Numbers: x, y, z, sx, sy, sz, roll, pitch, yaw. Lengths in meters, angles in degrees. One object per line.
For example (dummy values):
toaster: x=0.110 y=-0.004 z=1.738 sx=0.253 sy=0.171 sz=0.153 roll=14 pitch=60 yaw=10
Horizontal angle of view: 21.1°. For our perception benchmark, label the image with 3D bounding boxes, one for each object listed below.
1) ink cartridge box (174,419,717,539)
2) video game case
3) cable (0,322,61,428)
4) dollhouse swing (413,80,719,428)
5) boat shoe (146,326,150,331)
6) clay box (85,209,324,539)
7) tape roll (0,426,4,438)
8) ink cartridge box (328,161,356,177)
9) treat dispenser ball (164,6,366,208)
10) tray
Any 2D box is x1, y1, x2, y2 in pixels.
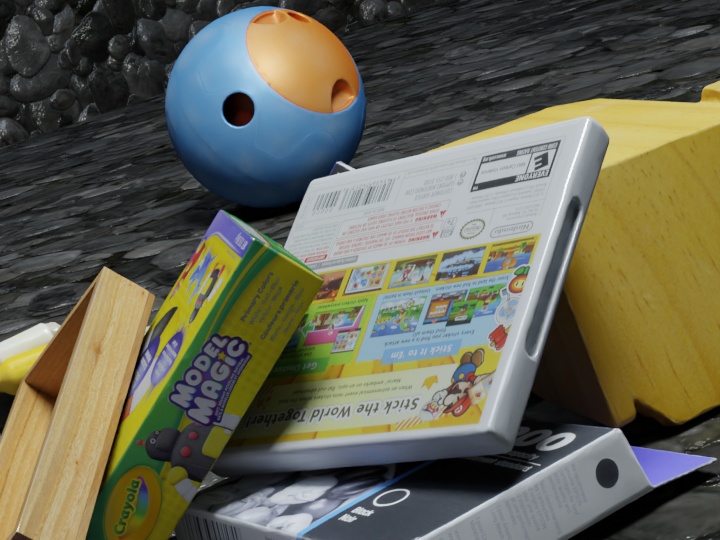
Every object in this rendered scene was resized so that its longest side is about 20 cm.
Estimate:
ink cartridge box: x=0.038 y=0.105 z=0.961 sx=0.200 sy=0.043 sz=0.198 roll=-22 pitch=13 yaw=-32
video game case: x=0.020 y=0.016 z=0.972 sx=0.200 sy=0.023 sz=0.182 roll=-10 pitch=49 yaw=43
cable: x=-0.245 y=0.075 z=1.097 sx=0.200 sy=0.050 sz=0.097 roll=-19 pitch=12 yaw=-27
dollhouse swing: x=0.141 y=-0.011 z=1.107 sx=0.200 sy=0.182 sz=0.176 roll=-22 pitch=2 yaw=-31
boat shoe: x=-0.113 y=0.079 z=1.198 sx=0.200 sy=0.072 sz=0.065 roll=3 pitch=19 yaw=39
clay box: x=-0.098 y=0.071 z=0.990 sx=0.200 sy=0.048 sz=0.115 roll=-58 pitch=15 yaw=1
tape roll: x=-0.261 y=0.127 z=1.164 sx=0.200 sy=0.066 sz=0.200 roll=-13 pitch=13 yaw=3
ink cartridge box: x=0.000 y=0.000 z=1.081 sx=0.037 sy=0.095 sz=0.200 roll=26 pitch=5 yaw=-30
treat dispenser ball: x=-0.094 y=-0.162 z=1.934 sx=0.201 sy=0.201 sz=0.201 roll=-14 pitch=12 yaw=3
tray: x=-0.156 y=0.097 z=0.970 sx=0.099 sy=0.037 sz=0.200 roll=-50 pitch=19 yaw=32
